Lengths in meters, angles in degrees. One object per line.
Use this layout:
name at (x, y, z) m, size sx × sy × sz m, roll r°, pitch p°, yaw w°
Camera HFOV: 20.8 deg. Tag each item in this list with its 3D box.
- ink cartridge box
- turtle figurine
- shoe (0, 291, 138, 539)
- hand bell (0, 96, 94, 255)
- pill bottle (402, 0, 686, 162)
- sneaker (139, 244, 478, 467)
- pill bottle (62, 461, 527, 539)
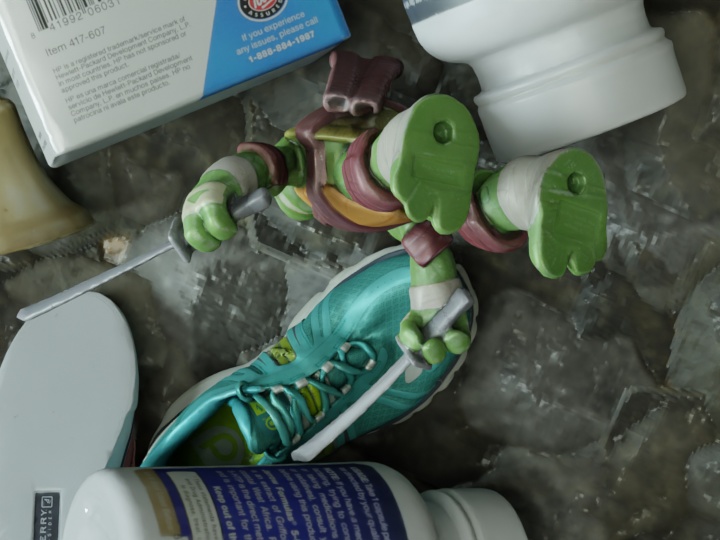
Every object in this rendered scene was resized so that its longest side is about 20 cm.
ink cartridge box at (-0.112, -0.167, 0.892) m, size 0.145 × 0.084 × 0.201 m, roll -22°, pitch 93°, yaw -10°
turtle figurine at (0.000, 0.000, 0.818) m, size 0.200 × 0.194 × 0.144 m, roll -46°, pitch 108°, yaw -25°
shoe at (-0.145, 0.117, 0.984) m, size 0.071 × 0.091 × 0.201 m, roll 1°, pitch 71°, yaw 4°
hand bell at (-0.200, -0.108, 0.933) m, size 0.103 × 0.104 × 0.201 m, roll -10°, pitch 100°, yaw 15°
pill bottle at (0.067, -0.156, 0.857) m, size 0.119 × 0.120 × 0.201 m, roll -18°, pitch 95°, yaw 16°
sneaker at (-0.027, 0.063, 0.939) m, size 0.200 × 0.080 × 0.078 m, roll -38°, pitch 90°, yaw 16°
pill bottle at (-0.027, 0.147, 0.896) m, size 0.199 × 0.120 × 0.120 m, roll 1°, pitch 103°, yaw -25°
